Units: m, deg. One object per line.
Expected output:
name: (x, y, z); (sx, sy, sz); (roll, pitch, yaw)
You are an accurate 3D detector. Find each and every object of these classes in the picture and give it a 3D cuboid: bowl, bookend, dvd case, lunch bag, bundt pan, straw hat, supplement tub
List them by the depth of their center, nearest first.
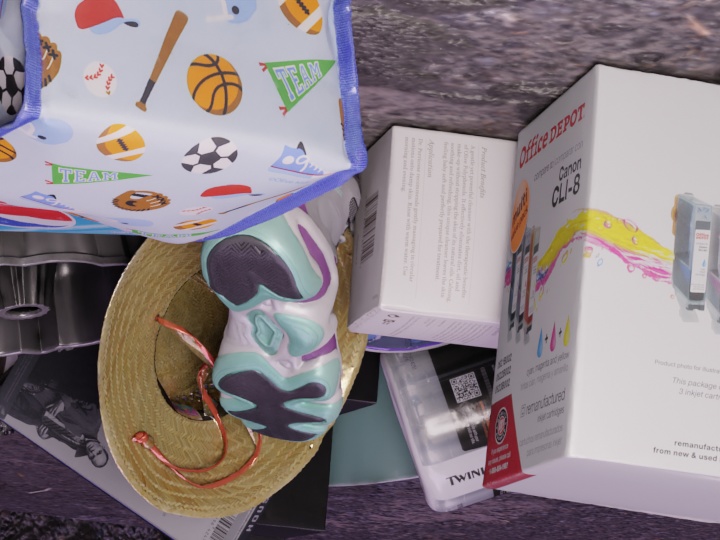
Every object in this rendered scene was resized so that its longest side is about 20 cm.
lunch bag: (-0.117, -0.079, 1.080); (0.169, 0.125, 0.200); (10, 159, -29)
straw hat: (-0.095, 0.036, 1.414); (0.200, 0.203, 0.085); (14, -175, -39)
bundt pan: (-0.212, -0.009, 1.488); (0.200, 0.076, 0.202); (-8, 164, -2)
dvd case: (-0.129, 0.079, 1.564); (0.199, 0.151, 0.025); (32, -177, 20)
supplement tub: (0.122, 0.076, 1.615); (0.199, 0.123, 0.123); (-18, 168, -1)
bookend: (-0.060, 0.099, 1.703); (0.091, 0.202, 0.199); (8, 168, -21)
bowl: (0.055, 0.088, 1.765); (0.199, 0.106, 0.201); (-9, -179, 0)

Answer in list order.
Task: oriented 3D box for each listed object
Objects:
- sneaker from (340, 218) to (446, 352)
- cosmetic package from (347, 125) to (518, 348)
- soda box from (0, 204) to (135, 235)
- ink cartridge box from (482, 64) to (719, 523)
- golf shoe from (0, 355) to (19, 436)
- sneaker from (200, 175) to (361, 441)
sneaker: (0.000, 0.000, 1.497); (0.198, 0.081, 0.146); (13, 171, -11)
cosmetic package: (0.100, -0.011, 1.355); (0.198, 0.109, 0.085); (8, 168, -12)
soda box: (-0.176, -0.059, 1.316); (0.198, 0.068, 0.064); (2, 168, 13)
ink cartridge box: (0.157, 0.015, 1.233); (0.143, 0.202, 0.145); (9, 167, -12)
golf shoe: (-0.197, 0.031, 1.665); (0.199, 0.095, 0.078); (-35, 149, 25)
sneaker: (-0.032, -0.006, 1.349); (0.077, 0.141, 0.201); (12, 143, 9)
